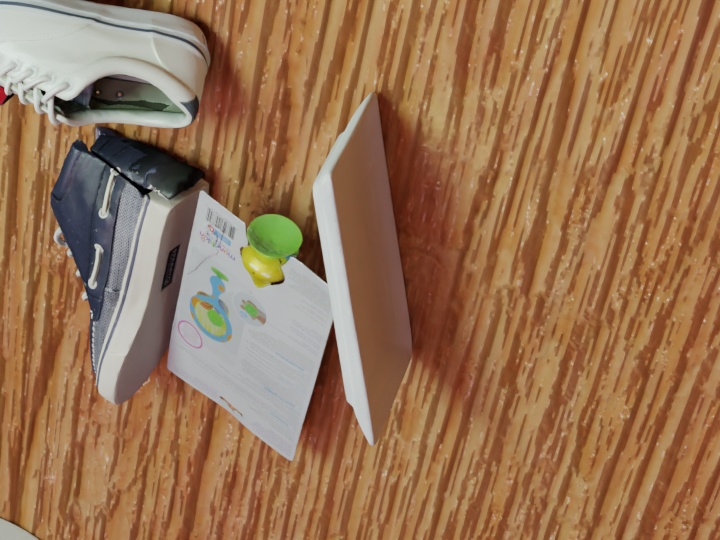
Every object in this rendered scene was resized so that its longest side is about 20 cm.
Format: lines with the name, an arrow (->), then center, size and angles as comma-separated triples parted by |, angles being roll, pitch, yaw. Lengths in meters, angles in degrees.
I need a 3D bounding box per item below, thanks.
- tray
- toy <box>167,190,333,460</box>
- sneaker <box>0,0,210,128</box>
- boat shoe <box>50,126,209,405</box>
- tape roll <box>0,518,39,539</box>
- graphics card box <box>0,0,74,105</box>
tray -> 0.000, 0.000, 1.296 | 0.022, 0.107, 0.200 | 1, 123, 16
toy -> -0.065, 0.031, 1.391 | 0.115, 0.047, 0.200 | 36, 147, 15
sneaker -> -0.192, -0.129, 1.284 | 0.199, 0.071, 0.073 | 4, 142, -8
boat shoe -> -0.170, -0.007, 1.424 | 0.093, 0.075, 0.200 | 31, 124, 17
tape roll -> -0.309, 0.297, 1.710 | 0.202, 0.071, 0.203 | 15, 127, 21
graphics card box -> -0.223, -0.212, 1.316 | 0.125, 0.051, 0.200 | 41, 133, -2
